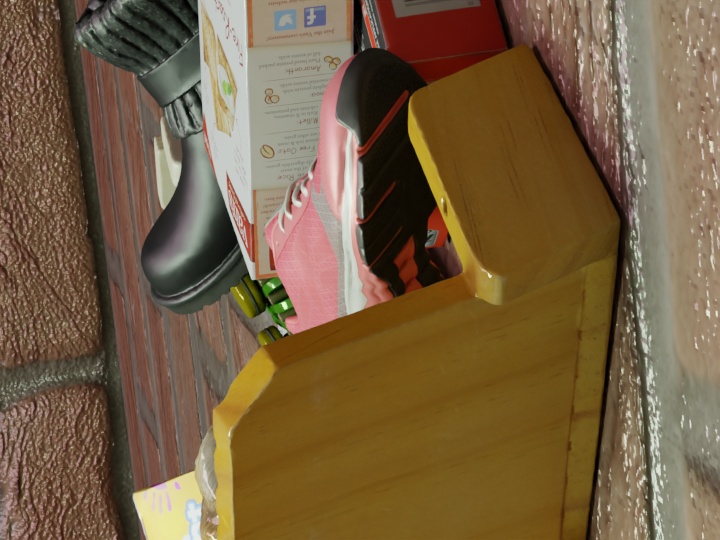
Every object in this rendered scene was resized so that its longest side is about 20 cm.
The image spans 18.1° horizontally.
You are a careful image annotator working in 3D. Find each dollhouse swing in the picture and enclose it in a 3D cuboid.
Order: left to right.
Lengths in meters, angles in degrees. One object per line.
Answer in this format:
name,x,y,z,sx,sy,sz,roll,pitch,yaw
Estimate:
dollhouse swing,0.008,0.040,0.979,0.182,0.175,0.201,-111,16,-47

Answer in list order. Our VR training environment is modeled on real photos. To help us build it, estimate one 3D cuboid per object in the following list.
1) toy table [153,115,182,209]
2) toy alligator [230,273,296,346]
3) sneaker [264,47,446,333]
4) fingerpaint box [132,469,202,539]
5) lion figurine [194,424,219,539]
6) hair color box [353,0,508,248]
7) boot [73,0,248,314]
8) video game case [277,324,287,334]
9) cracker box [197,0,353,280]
toy table,-0.075,-0.121,1.420,0.200,0.117,0.185,-115,19,-59
toy alligator,-0.025,0.044,1.371,0.201,0.059,0.054,61,171,-4
sneaker,-0.012,-0.021,1.050,0.086,0.074,0.201,21,139,25
fingerpaint box,-0.032,0.208,1.300,0.167,0.073,0.201,4,-113,-60
lion figurine,-0.011,0.156,1.066,0.200,0.123,0.072,43,174,-7
hair color box,0.018,-0.095,1.122,0.200,0.061,0.102,103,155,-63
boot,-0.103,-0.088,1.277,0.211,0.157,0.080,-52,26,18
video game case,-0.013,0.125,1.491,0.181,0.036,0.201,167,95,-79
cracker box,-0.044,-0.115,1.115,0.134,0.057,0.201,-114,19,-53
